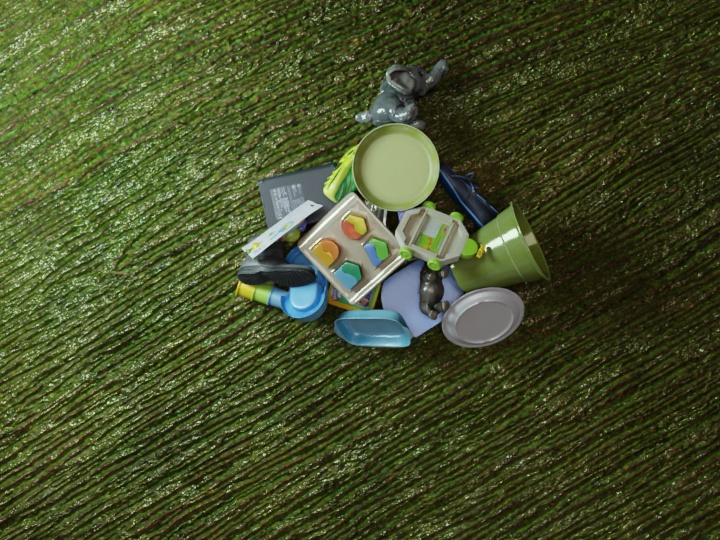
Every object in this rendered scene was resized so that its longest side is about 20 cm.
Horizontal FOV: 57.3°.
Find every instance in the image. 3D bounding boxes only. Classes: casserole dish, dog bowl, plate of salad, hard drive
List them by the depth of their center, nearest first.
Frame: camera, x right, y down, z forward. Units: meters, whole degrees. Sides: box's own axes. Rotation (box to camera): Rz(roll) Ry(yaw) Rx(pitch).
[{"bbox_3d":[0.290,0.108,1.571,0.200,0.048,0.200,-5,132,-5],"label":"plate of salad"},{"bbox_3d":[0.032,0.135,1.573,0.200,0.121,0.039,-1,51,26],"label":"casserole dish"},{"bbox_3d":[-0.127,0.032,1.576,0.111,0.050,0.200,-7,59,15],"label":"dog bowl"},{"bbox_3d":[-0.140,-0.176,1.623,0.200,0.033,0.140,-12,90,2],"label":"hard drive"}]

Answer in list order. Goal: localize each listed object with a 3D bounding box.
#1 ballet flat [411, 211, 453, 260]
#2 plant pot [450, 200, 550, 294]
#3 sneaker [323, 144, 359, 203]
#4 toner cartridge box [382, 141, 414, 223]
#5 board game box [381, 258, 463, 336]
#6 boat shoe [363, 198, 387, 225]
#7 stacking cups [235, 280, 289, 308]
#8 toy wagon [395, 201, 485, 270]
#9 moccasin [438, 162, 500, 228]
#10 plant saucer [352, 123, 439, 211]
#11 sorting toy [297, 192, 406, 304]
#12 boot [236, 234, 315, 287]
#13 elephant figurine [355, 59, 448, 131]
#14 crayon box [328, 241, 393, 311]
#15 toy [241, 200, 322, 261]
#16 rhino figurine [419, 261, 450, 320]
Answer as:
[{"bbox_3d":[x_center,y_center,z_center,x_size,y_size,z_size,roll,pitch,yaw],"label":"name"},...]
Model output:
[{"bbox_3d":[0.156,-0.074,1.609,0.200,0.067,0.064,-28,117,3],"label":"ballet flat"},{"bbox_3d":[0.313,-0.030,1.540,0.190,0.200,0.200,-27,90,21],"label":"plant pot"},{"bbox_3d":[-0.011,-0.239,1.596,0.200,0.074,0.084,-52,120,-16],"label":"sneaker"},{"bbox_3d":[0.096,-0.201,1.585,0.043,0.095,0.200,-13,90,2],"label":"toner cartridge box"},{"bbox_3d":[0.150,0.061,1.617,0.200,0.039,0.158,-33,83,0],"label":"board game box"},{"bbox_3d":[0.036,-0.149,1.599,0.060,0.072,0.202,3,95,-3],"label":"boat shoe"},{"bbox_3d":[-0.204,0.071,1.620,0.200,0.061,0.061,21,91,-1],"label":"stacking cups"},{"bbox_3d":[0.181,-0.069,1.484,0.200,0.040,0.155,23,59,10],"label":"toy wagon"},{"bbox_3d":[0.259,-0.188,1.598,0.068,0.080,0.200,-42,104,-2],"label":"moccasin"},{"bbox_3d":[0.081,-0.237,1.523,0.200,0.031,0.200,0,92,3],"label":"plant saucer"},{"bbox_3d":[-0.019,-0.048,1.509,0.185,0.036,0.200,-42,92,12],"label":"sorting toy"},{"bbox_3d":[-0.192,-0.034,1.570,0.200,0.070,0.132,3,54,14],"label":"boot"},{"bbox_3d":[0.104,-0.431,1.579,0.141,0.155,0.200,2,77,44],"label":"elephant figurine"},{"bbox_3d":[0.000,0.000,1.577,0.119,0.058,0.200,18,110,5],"label":"crayon box"},{"bbox_3d":[-0.176,-0.086,1.543,0.200,0.115,0.047,-35,113,-12],"label":"toy"},{"bbox_3d":[0.170,0.016,1.555,0.060,0.087,0.200,1,87,-13],"label":"rhino figurine"}]
